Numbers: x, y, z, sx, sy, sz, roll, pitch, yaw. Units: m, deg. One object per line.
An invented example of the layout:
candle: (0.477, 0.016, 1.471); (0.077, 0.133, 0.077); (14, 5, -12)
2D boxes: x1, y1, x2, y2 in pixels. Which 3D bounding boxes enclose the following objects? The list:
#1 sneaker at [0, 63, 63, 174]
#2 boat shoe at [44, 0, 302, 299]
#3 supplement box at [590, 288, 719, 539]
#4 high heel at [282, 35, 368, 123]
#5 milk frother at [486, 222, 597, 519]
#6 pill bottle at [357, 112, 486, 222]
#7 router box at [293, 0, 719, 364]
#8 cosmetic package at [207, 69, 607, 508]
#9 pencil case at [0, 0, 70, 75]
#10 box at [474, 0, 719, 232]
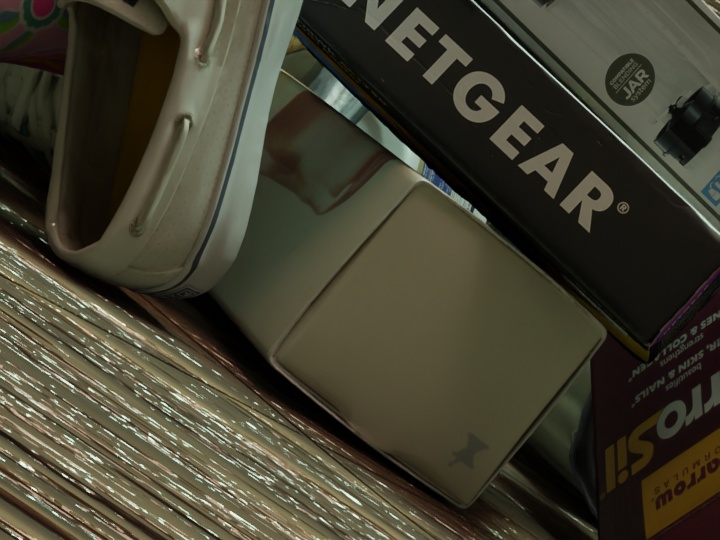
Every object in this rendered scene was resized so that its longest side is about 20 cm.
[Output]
sneaker: (-0.125, -0.066, 1.156); (0.093, 0.070, 0.200); (14, 13, -17)
boat shoe: (-0.067, -0.093, 0.966); (0.071, 0.200, 0.070); (11, -2, 39)
supplement box: (0.160, 0.040, 1.175); (0.086, 0.110, 0.200); (32, 38, -27)
high heel: (-0.076, -0.114, 1.409); (0.200, 0.143, 0.071); (22, -39, 21)
milk frother: (0.133, -0.002, 1.376); (0.200, 0.180, 0.188); (68, -12, -24)
pill bottle: (0.017, -0.061, 1.940); (0.111, 0.111, 0.200); (36, 3, 23)
router box: (0.050, -0.052, 1.073); (0.200, 0.051, 0.149); (43, 0, 7)
cosmetic package: (0.000, 0.000, 1.095); (0.103, 0.087, 0.200); (39, 2, -25)
pencil case: (-0.127, -0.110, 1.007); (0.200, 0.087, 0.087); (2, 28, -48)
box: (0.078, -0.104, 1.119); (0.200, 0.060, 0.117); (42, -2, -12)
